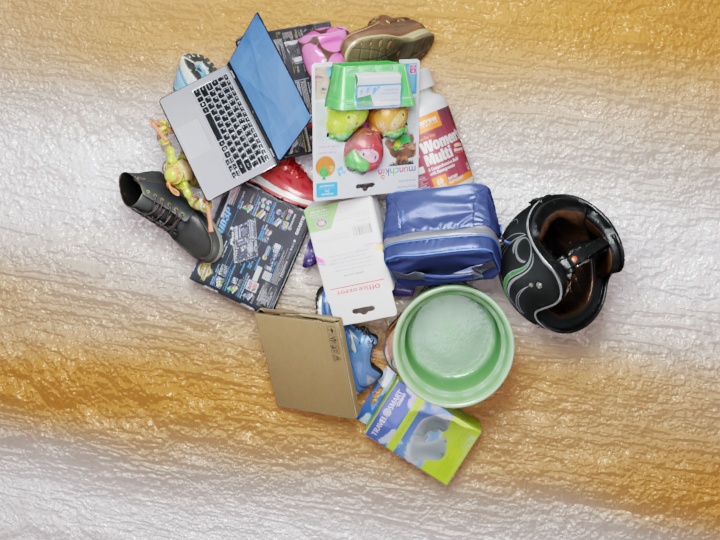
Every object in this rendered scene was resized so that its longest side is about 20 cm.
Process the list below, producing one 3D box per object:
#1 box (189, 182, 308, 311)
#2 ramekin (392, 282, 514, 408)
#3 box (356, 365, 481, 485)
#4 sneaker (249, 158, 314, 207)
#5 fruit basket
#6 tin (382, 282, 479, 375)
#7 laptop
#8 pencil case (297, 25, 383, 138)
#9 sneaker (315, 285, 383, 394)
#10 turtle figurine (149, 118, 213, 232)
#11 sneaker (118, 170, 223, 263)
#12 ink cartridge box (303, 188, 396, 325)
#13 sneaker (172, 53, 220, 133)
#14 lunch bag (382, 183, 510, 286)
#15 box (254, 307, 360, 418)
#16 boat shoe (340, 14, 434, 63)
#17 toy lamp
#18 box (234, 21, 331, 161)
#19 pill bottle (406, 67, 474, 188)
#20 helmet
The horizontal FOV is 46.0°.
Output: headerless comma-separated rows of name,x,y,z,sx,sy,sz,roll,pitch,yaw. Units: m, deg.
box,-0.186,-0.043,1.465,0.157,0.046,0.203,24,101,0
ramekin,0.152,0.115,1.404,0.196,0.098,0.204,1,100,4
box,0.101,0.273,1.499,0.198,0.048,0.123,31,101,-2
sneaker,-0.126,-0.186,1.420,0.197,0.078,0.117,23,102,-1
fruit basket,0.013,-0.211,1.272,0.182,0.093,0.204,-7,104,-24
tin,0.122,0.099,1.471,0.112,0.042,0.200,42,100,0
laptop,-0.195,-0.245,1.289,0.198,0.116,0.189,-27,79,-4
pencil case,-0.027,-0.286,1.342,0.092,0.091,0.203,-20,104,3
sneaker,-0.018,0.112,1.472,0.088,0.079,0.203,-24,106,1
turtle figurine,-0.287,-0.154,1.394,0.064,0.161,0.202,-29,97,11
sneaker,-0.321,-0.085,1.413,0.200,0.106,0.075,45,108,13
ink cartridge box,-0.009,-0.021,1.384,0.115,0.067,0.204,-10,105,12
sneaker,-0.251,-0.258,1.411,0.090,0.078,0.202,-40,73,41
lunch bag,0.136,-0.045,1.329,0.196,0.136,0.135,-5,69,17
box,-0.090,0.160,1.449,0.161,0.021,0.203,5,123,24
boat shoe,0.033,-0.361,1.331,0.068,0.199,0.072,49,132,17
toy lamp,0.000,0.000,1.454,0.196,0.058,0.059,16,101,4
box,-0.103,-0.290,1.375,0.156,0.050,0.204,-18,101,-27
pill bottle,0.104,-0.217,1.379,0.108,0.110,0.203,-20,99,8
helmet,0.312,-0.007,1.360,0.196,0.192,0.203,3,60,-5
